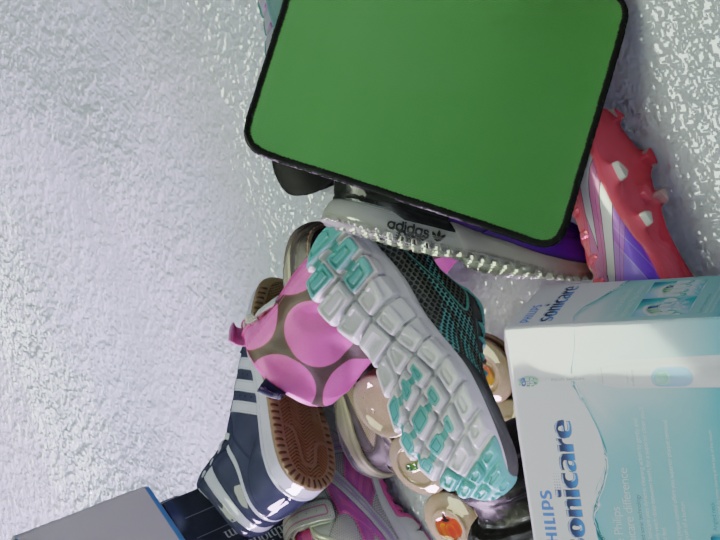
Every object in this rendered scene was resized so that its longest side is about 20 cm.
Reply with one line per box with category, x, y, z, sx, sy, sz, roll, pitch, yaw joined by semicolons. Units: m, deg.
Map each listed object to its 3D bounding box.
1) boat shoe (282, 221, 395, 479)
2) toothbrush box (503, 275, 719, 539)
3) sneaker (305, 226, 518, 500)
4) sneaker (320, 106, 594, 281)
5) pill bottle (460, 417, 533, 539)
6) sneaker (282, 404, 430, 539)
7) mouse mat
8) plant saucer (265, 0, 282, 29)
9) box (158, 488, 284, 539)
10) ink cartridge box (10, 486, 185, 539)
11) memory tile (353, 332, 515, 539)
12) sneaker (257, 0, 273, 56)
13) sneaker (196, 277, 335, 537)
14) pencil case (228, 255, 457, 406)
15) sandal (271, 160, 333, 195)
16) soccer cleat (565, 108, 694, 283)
boat shoe;0.009;0.055;1.363;0.073;0.074;0.201;-11;106;44
toothbrush box;0.192;0.084;1.038;0.198;0.085;0.148;-5;105;22
sneaker;0.051;0.047;1.149;0.201;0.091;0.078;59;137;20
sneaker;0.076;-0.053;1.136;0.069;0.199;0.100;4;81;59
pill bottle;0.136;0.195;1.187;0.112;0.112;0.201;-13;106;54
sneaker;-0.022;0.183;1.437;0.201;0.088;0.082;55;142;21
mouse mat;0.045;-0.116;1.086;0.008;0.198;0.162;114;173;-81
plant saucer;-0.004;-0.193;1.167;0.199;0.036;0.202;8;101;48
box;-0.066;0.264;1.481;0.201;0.148;0.107;56;142;19
ink cartridge box;-0.205;0.291;1.443;0.129;0.125;0.201;51;140;25
memory tile;0.091;0.115;1.267;0.199;0.017;0.154;-22;100;45
sneaker;-0.027;-0.195;1.282;0.087;0.074;0.202;-25;69;34
sneaker;-0.076;0.107;1.420;0.109;0.070;0.201;-48;36;38
pencil case;0.000;0.000;1.263;0.093;0.091;0.200;35;111;-11
sandal;-0.022;-0.119;1.334;0.076;0.043;0.200;61;143;14
soccer cleat;0.158;-0.011;1.120;0.076;0.067;0.201;-32;84;32
